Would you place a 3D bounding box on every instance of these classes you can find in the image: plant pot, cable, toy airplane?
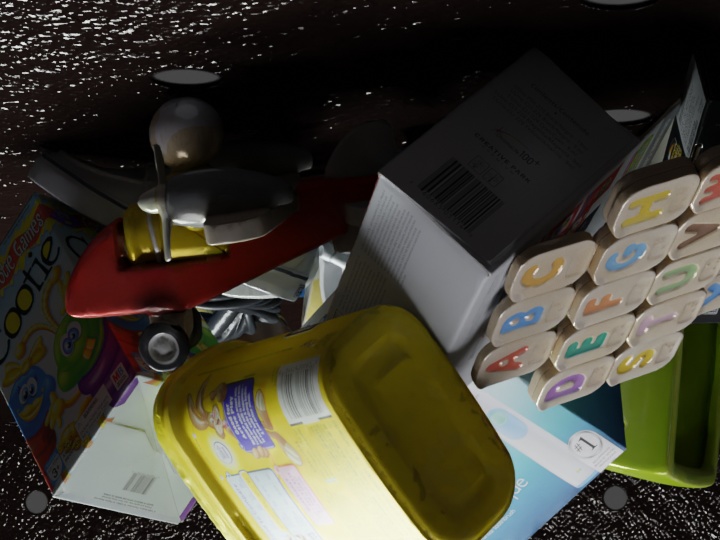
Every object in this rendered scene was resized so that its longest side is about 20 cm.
[{"bbox_3d":[0.206,0.075,1.677,0.181,0.200,0.199,4,173,22],"label":"plant pot"},{"bbox_3d":[-0.140,0.024,1.524,0.163,0.051,0.200,-5,168,1],"label":"cable"},{"bbox_3d":[-0.070,-0.045,1.174,0.199,0.141,0.200,-33,-172,-37],"label":"toy airplane"}]

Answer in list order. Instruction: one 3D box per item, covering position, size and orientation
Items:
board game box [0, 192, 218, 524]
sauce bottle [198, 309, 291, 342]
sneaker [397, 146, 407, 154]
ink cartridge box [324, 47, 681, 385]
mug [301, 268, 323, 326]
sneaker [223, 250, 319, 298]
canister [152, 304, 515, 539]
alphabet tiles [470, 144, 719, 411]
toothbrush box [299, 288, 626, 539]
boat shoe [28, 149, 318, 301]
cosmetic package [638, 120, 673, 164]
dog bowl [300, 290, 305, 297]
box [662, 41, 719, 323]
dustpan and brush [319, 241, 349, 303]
[{"bbox_3d":[-0.168,0.056,1.292,0.105,0.103,0.200,19,-157,-41],"label":"board game box"},{"bbox_3d":[-0.091,0.054,1.634,0.065,0.065,0.200,5,-156,-29],"label":"sauce bottle"},{"bbox_3d":[0.078,-0.053,1.325,0.105,0.076,0.200,16,180,30],"label":"sneaker"},{"bbox_3d":[0.076,-0.023,1.123,0.176,0.084,0.200,-39,165,-30],"label":"ink cartridge box"},{"bbox_3d":[0.036,0.024,1.469,0.153,0.150,0.187,9,-145,-4],"label":"mug"},{"bbox_3d":[-0.113,-0.029,1.414,0.200,0.075,0.088,13,-174,20],"label":"sneaker"},{"bbox_3d":[-0.018,0.101,1.126,0.087,0.149,0.200,-41,-168,-31],"label":"canister"},{"bbox_3d":[0.157,0.005,1.073,0.195,0.015,0.200,-16,147,-24],"label":"alphabet tiles"},{"bbox_3d":[0.056,0.088,1.317,0.200,0.085,0.146,35,118,-17],"label":"toothbrush box"},{"bbox_3d":[-0.122,-0.046,1.323,0.200,0.065,0.074,23,-176,-12],"label":"boat shoe"},{"bbox_3d":[0.281,-0.057,1.240,0.200,0.071,0.105,1,170,-8],"label":"cosmetic package"},{"bbox_3d":[-0.099,-0.014,1.559,0.200,0.050,0.111,5,169,-31],"label":"dog bowl"},{"bbox_3d":[0.272,-0.045,1.130,0.200,0.050,0.199,0,143,-4],"label":"box"},{"bbox_3d":[0.000,0.000,1.382,0.057,0.200,0.140,-15,142,-41],"label":"dustpan and brush"}]
